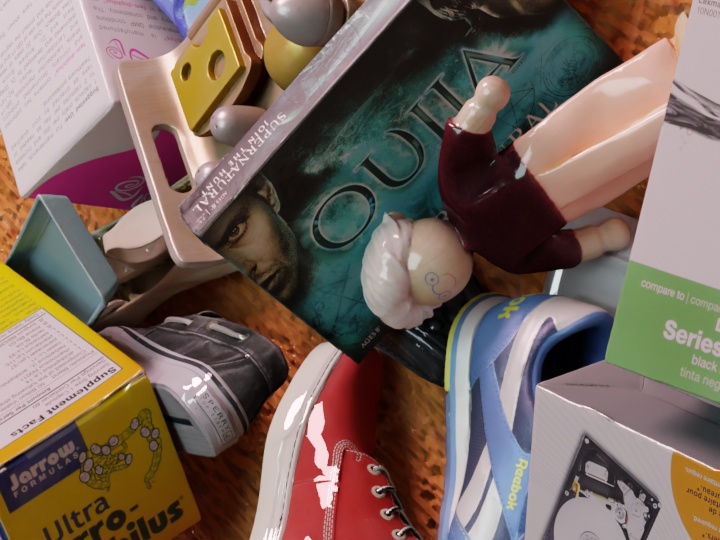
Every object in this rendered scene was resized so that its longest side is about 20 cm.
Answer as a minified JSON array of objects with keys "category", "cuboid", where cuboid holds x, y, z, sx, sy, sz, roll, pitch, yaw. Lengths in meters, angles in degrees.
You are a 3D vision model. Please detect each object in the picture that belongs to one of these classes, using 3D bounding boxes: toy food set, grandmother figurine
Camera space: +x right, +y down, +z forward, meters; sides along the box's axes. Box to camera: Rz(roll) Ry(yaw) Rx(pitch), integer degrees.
[{"category":"toy food set","cuboid":[-0.058,-0.118,1.370,0.200,0.060,0.144,-49,47,35]},{"category":"grandmother figurine","cuboid":[0.083,-0.041,1.244,0.199,0.121,0.061,-34,24,11]}]

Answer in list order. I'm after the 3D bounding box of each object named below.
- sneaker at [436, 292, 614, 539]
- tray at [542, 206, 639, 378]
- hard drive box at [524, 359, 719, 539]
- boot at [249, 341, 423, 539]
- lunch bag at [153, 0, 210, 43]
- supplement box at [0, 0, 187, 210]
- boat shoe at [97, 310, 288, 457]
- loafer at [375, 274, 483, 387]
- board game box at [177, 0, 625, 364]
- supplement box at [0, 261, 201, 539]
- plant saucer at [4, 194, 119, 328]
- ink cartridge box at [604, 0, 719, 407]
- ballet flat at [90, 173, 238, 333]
[{"category":"sneaker","cuboid":[0.086,0.105,1.250,0.082,0.074,0.201,-10,78,43]},{"category":"tray","cuboid":[0.108,0.072,1.299,0.107,0.022,0.201,21,100,45]},{"category":"hard drive box","cuboid":[0.149,0.156,1.162,0.155,0.077,0.201,23,120,43]},{"category":"boot","cuboid":[0.019,0.126,1.348,0.143,0.072,0.201,-1,59,26]},{"category":"lunch bag","cuboid":[-0.044,-0.183,1.462,0.200,0.094,0.151,53,123,22]},{"category":"supplement box","cuboid":[-0.157,-0.146,1.551,0.103,0.101,0.201,-41,57,36]},{"category":"boat shoe","cuboid":[-0.091,0.059,1.479,0.072,0.071,0.200,62,162,-18]},{"category":"loafer","cuboid":[0.000,0.000,1.398,0.201,0.068,0.071,44,137,35]},{"category":"board game box","cuboid":[0.022,-0.064,1.277,0.200,0.135,0.028,-48,42,4]},{"category":"supplement box","cuboid":[-0.196,0.087,1.488,0.200,0.109,0.110,32,149,48]},{"category":"plant saucer","cuboid":[-0.174,0.013,1.516,0.070,0.019,0.200,58,157,6]},{"category":"ink cartridge box","cuboid":[0.199,-0.043,1.126,0.084,0.146,0.201,21,101,46]},{"category":"ballet flat","cuboid":[-0.133,-0.008,1.533,0.200,0.069,0.070,-29,65,41]}]
